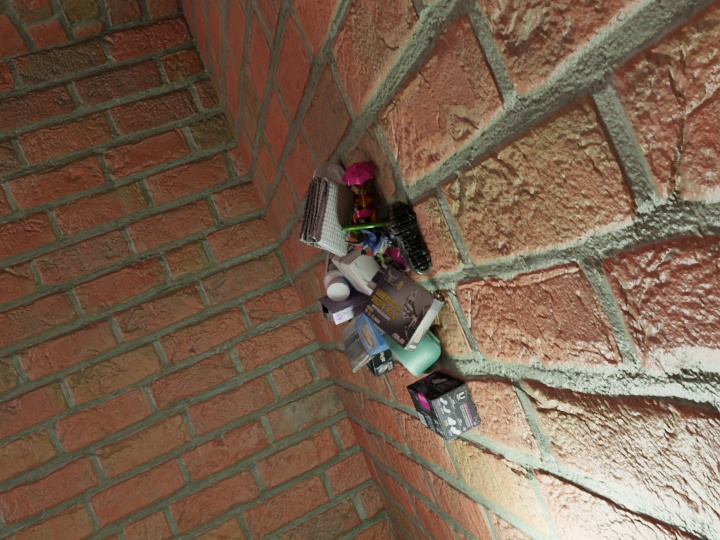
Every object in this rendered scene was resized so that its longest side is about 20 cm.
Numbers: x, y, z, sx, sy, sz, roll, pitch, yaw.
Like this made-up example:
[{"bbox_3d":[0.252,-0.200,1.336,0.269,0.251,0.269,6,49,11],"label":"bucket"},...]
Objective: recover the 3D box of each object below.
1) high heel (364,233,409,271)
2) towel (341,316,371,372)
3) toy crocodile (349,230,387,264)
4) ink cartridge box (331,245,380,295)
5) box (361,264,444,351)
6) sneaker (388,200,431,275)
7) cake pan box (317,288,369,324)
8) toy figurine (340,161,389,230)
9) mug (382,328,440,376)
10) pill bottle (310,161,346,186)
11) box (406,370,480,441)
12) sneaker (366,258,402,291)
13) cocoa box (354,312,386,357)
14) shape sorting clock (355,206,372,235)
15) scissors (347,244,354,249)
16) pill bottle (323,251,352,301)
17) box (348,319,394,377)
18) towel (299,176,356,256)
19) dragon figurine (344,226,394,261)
[{"bbox_3d":[0.070,-0.079,1.611,0.200,0.067,0.096,47,165,40],"label":"high heel"},{"bbox_3d":[0.007,0.244,2.073,0.200,0.034,0.193,-45,42,29],"label":"towel"},{"bbox_3d":[0.006,-0.087,1.726,0.199,0.062,0.068,34,143,-2],"label":"toy crocodile"},{"bbox_3d":[0.000,0.000,1.869,0.147,0.086,0.200,51,168,-17],"label":"ink cartridge box"},{"bbox_3d":[0.110,0.099,1.534,0.048,0.159,0.200,22,-167,-46],"label":"box"},{"bbox_3d":[0.116,-0.080,1.461,0.079,0.075,0.201,-179,68,-76],"label":"sneaker"},{"bbox_3d":[-0.043,0.112,2.024,0.184,0.199,0.053,26,136,64],"label":"cake pan box"},{"bbox_3d":[0.010,-0.215,1.608,0.200,0.149,0.185,-39,-58,-81],"label":"toy figurine"},{"bbox_3d":[0.159,0.209,1.613,0.152,0.114,0.185,49,-175,21],"label":"mug"},{"bbox_3d":[-0.114,-0.275,1.895,0.114,0.113,0.200,66,164,6],"label":"pill bottle"},{"bbox_3d":[0.235,0.383,1.618,0.133,0.114,0.200,68,166,-6],"label":"box"},{"bbox_3d":[0.101,0.035,1.694,0.070,0.109,0.200,35,-178,30],"label":"sneaker"},{"bbox_3d":[0.073,0.188,1.862,0.134,0.131,0.200,64,164,13],"label":"cocoa box"},{"bbox_3d":[0.005,-0.117,1.850,0.200,0.039,0.201,58,162,32],"label":"shape sorting clock"},{"bbox_3d":[-0.031,-0.082,1.771,0.073,0.014,0.200,47,-165,-24],"label":"scissors"},{"bbox_3d":[-0.076,0.018,2.041,0.201,0.110,0.111,-88,-10,-54],"label":"pill bottle"},{"bbox_3d":[0.040,0.281,2.186,0.200,0.086,0.165,48,156,50],"label":"box"},{"bbox_3d":[-0.092,-0.153,1.628,0.165,0.085,0.201,21,-103,-60],"label":"towel"},{"bbox_3d":[0.035,-0.089,1.560,0.200,0.059,0.100,29,125,48],"label":"dragon figurine"}]
